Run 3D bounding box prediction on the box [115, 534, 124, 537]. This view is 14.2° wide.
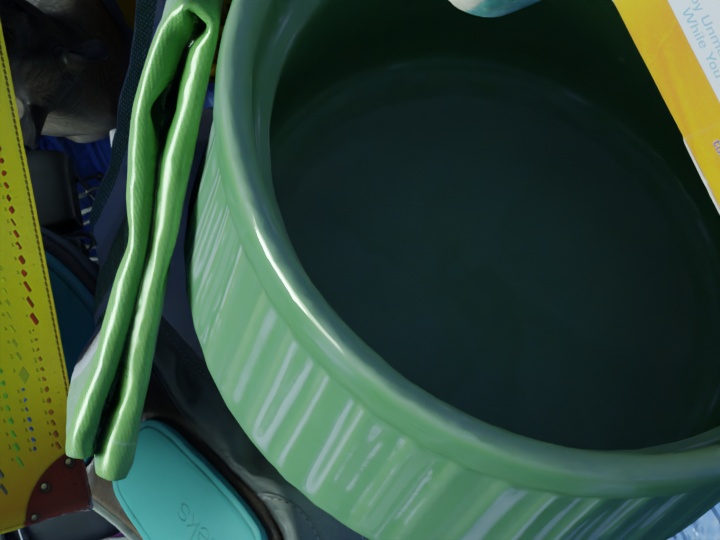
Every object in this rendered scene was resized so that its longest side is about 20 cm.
[{"bbox_3d":[-0.166,0.096,1.265,0.200,0.102,0.095,-37,66,55],"label":"box"}]

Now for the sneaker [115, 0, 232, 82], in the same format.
[{"bbox_3d":[-0.026,-0.088,0.996,0.200,0.077,0.073,20,143,60],"label":"sneaker"}]

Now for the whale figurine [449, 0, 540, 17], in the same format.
[{"bbox_3d":[0.087,-0.148,0.731,0.159,0.103,0.201,-20,47,58],"label":"whale figurine"}]

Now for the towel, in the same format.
[{"bbox_3d":[-0.065,-0.042,0.880,0.200,0.031,0.150,-92,13,-70],"label":"towel"}]

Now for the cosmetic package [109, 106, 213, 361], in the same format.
[{"bbox_3d":[0.000,0.000,0.981,0.200,0.085,0.108,7,107,57],"label":"cosmetic package"}]

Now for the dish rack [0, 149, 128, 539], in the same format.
[{"bbox_3d":[-0.103,0.043,1.106,0.200,0.054,0.154,59,-159,-77],"label":"dish rack"}]

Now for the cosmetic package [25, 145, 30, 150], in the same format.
[{"bbox_3d":[-0.179,-0.026,1.193,0.200,0.071,0.106,69,-169,-86],"label":"cosmetic package"}]

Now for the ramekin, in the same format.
[{"bbox_3d":[0.047,-0.013,0.800,0.201,0.199,0.098,67,154,21],"label":"ramekin"}]

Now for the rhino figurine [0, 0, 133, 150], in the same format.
[{"bbox_3d":[-0.118,-0.083,1.060,0.087,0.060,0.200,45,-175,-2],"label":"rhino figurine"}]

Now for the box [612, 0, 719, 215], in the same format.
[{"bbox_3d":[0.153,-0.051,0.643,0.200,0.041,0.119,-24,94,51],"label":"box"}]

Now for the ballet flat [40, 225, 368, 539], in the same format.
[{"bbox_3d":[-0.066,0.055,0.968,0.200,0.064,0.068,45,115,36],"label":"ballet flat"}]

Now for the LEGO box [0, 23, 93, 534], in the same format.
[{"bbox_3d":[-0.157,-0.028,0.896,0.149,0.077,0.201,-147,45,-62],"label":"LEGO box"}]
